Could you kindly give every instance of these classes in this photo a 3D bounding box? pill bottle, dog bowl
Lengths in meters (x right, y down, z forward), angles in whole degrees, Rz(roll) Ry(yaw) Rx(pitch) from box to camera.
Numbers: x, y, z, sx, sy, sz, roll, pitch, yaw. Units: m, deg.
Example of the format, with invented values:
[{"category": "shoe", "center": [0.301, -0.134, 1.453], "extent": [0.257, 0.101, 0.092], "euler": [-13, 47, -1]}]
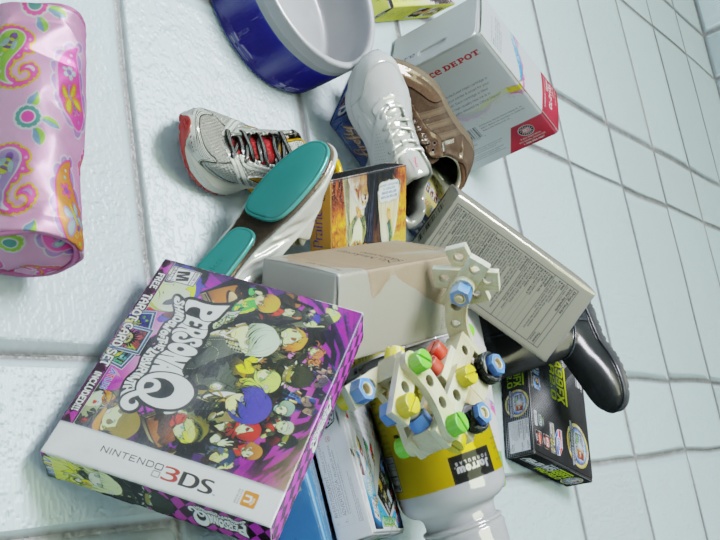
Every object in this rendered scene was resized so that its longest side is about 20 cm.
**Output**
[{"category": "pill bottle", "center": [0.077, 0.174, 0.962], "extent": [0.110, 0.110, 0.204], "euler": [-6, 76, -55]}, {"category": "dog bowl", "center": [-0.072, -0.300, 1.069], "extent": [0.199, 0.078, 0.204], "euler": [29, 52, -45]}]

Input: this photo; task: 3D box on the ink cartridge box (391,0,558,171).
[{"category": "ink cartridge box", "center": [0.151, -0.243, 1.301], "extent": [0.200, 0.144, 0.084], "euler": [41, 42, -36]}]

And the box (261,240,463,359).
[{"category": "box", "center": [0.006, 0.024, 0.903], "extent": [0.198, 0.094, 0.080], "euler": [-10, 107, -53]}]

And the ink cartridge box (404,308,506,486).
[{"category": "ink cartridge box", "center": [0.094, 0.142, 1.100], "extent": [0.116, 0.066, 0.204], "euler": [18, 61, -52]}]

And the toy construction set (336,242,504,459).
[{"category": "toy construction set", "center": [0.066, 0.078, 0.856], "extent": [0.131, 0.091, 0.201], "euler": [46, 53, -16]}]

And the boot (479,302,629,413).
[{"category": "boot", "center": [0.227, 0.114, 1.236], "extent": [0.197, 0.066, 0.167], "euler": [-4, 59, -33]}]

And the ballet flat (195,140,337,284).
[{"category": "ballet flat", "center": [-0.084, -0.028, 0.888], "extent": [0.070, 0.069, 0.201], "euler": [48, 70, -29]}]

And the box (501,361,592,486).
[{"category": "box", "center": [0.248, 0.171, 1.327], "extent": [0.159, 0.044, 0.204], "euler": [31, 50, -43]}]

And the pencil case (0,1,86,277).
[{"category": "pencil case", "center": [-0.244, -0.100, 0.726], "extent": [0.087, 0.086, 0.204], "euler": [19, 58, -49]}]

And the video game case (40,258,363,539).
[{"category": "video game case", "center": [-0.110, 0.090, 0.740], "extent": [0.036, 0.178, 0.202], "euler": [91, 18, -46]}]

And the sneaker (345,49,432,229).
[{"category": "sneaker", "center": [0.042, -0.138, 1.077], "extent": [0.077, 0.099, 0.204], "euler": [-23, 120, -19]}]

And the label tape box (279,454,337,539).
[{"category": "label tape box", "center": [-0.056, 0.181, 0.851], "extent": [0.200, 0.062, 0.147], "euler": [33, 40, -83]}]

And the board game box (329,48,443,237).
[{"category": "board game box", "center": [0.048, -0.150, 1.207], "extent": [0.201, 0.034, 0.137], "euler": [51, 38, -27]}]

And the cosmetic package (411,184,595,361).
[{"category": "cosmetic package", "center": [0.161, 0.001, 1.152], "extent": [0.198, 0.104, 0.087], "euler": [36, 10, -7]}]

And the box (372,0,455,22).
[{"category": "box", "center": [0.056, -0.377, 1.317], "extent": [0.199, 0.049, 0.077], "euler": [-29, 98, -56]}]

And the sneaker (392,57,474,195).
[{"category": "sneaker", "center": [0.073, -0.165, 1.157], "extent": [0.199, 0.070, 0.077], "euler": [39, 50, -37]}]

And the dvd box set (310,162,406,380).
[{"category": "dvd box set", "center": [0.000, 0.000, 1.000], "extent": [0.145, 0.029, 0.205], "euler": [-18, 112, -55]}]

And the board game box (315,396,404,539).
[{"category": "board game box", "center": [-0.004, 0.176, 0.884], "extent": [0.200, 0.034, 0.129], "euler": [57, 16, -73]}]

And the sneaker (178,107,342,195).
[{"category": "sneaker", "center": [-0.094, -0.113, 0.943], "extent": [0.198, 0.081, 0.080], "euler": [15, 62, -51]}]
